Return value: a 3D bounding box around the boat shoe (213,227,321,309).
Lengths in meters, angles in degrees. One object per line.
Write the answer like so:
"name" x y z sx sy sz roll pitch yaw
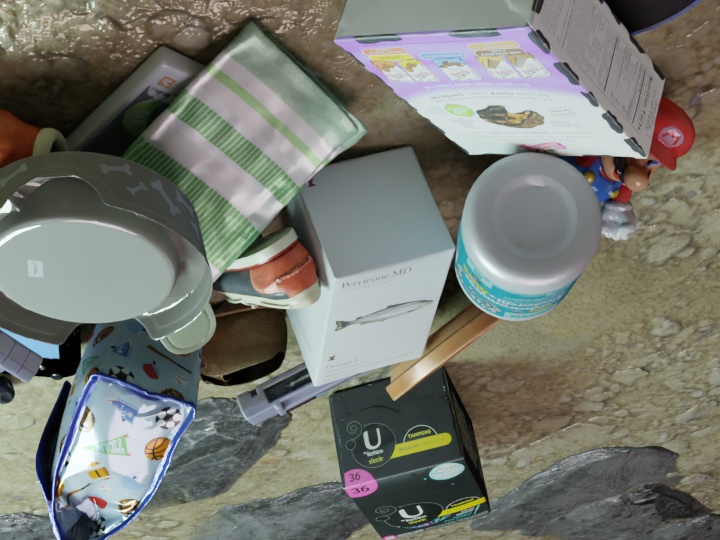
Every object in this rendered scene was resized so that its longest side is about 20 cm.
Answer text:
"boat shoe" -0.091 0.005 1.151 0.071 0.063 0.200 -38 -168 -22

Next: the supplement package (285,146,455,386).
"supplement package" 0.000 0.000 1.179 0.116 0.118 0.201 -14 151 -15

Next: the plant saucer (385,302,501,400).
"plant saucer" 0.105 0.063 1.332 0.200 0.032 0.200 -37 174 -5

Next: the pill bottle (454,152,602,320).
"pill bottle" 0.136 -0.020 1.085 0.110 0.112 0.200 -10 168 0

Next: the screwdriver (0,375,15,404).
"screwdriver" -0.375 0.106 1.297 0.028 0.029 0.200 17 160 -1

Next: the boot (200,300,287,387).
"boot" -0.170 0.086 1.327 0.198 0.076 0.074 -16 151 10

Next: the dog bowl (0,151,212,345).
"dog bowl" -0.212 -0.015 0.989 0.198 0.059 0.201 -2 145 -1

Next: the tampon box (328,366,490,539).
"tampon box" 0.064 0.228 1.578 0.148 0.127 0.200 -16 149 8

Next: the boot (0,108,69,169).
"boot" -0.276 -0.052 1.034 0.106 0.076 0.201 10 146 3

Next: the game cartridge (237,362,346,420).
"game cartridge" -0.031 0.104 1.337 0.199 0.039 0.130 -27 169 -5

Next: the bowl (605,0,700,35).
"bowl" 0.188 -0.241 0.932 0.198 0.040 0.201 -8 149 -5

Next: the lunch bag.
"lunch bag" -0.237 0.148 1.240 0.123 0.170 0.201 21 115 -11

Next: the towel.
"towel" -0.107 -0.085 1.034 0.200 0.023 0.152 -43 133 11

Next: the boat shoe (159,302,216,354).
"boat shoe" -0.179 -0.017 1.110 0.071 0.061 0.202 -23 132 -15

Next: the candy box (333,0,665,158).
"candy box" 0.107 -0.156 0.949 0.167 0.072 0.200 5 162 38

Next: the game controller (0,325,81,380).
"game controller" -0.325 0.050 1.250 0.103 0.042 0.201 -3 148 -13

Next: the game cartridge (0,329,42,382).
"game cartridge" -0.372 0.025 1.082 0.199 0.039 0.130 25 170 33

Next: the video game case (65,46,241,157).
"video game case" -0.153 -0.093 1.085 0.181 0.024 0.199 20 138 -40

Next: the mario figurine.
"mario figurine" 0.209 -0.080 1.133 0.123 0.107 0.200 -15 166 -46
